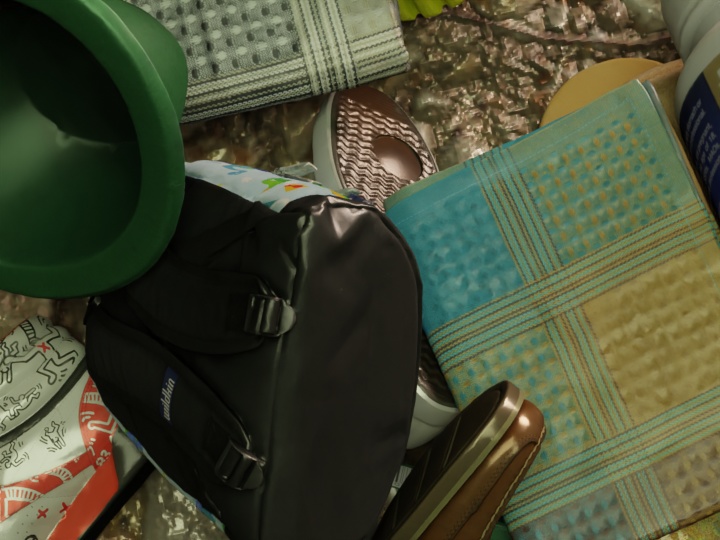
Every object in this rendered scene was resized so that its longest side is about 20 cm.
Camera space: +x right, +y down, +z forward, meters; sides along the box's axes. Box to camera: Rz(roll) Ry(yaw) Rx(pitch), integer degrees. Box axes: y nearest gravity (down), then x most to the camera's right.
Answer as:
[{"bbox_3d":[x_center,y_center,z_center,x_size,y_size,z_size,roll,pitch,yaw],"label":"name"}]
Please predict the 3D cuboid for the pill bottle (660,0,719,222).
[{"bbox_3d":[0.215,-0.065,0.816,0.119,0.120,0.201,-14,58,-5],"label":"pill bottle"}]

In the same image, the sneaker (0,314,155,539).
[{"bbox_3d":[-0.190,0.117,0.857,0.108,0.067,0.202,38,76,6],"label":"sneaker"}]

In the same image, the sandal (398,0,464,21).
[{"bbox_3d":[0.055,-0.197,0.933,0.198,0.080,0.087,-17,45,1],"label":"sandal"}]

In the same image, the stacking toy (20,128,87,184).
[{"bbox_3d":[-0.216,-0.042,0.841,0.198,0.146,0.148,-3,79,0],"label":"stacking toy"}]

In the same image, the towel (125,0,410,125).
[{"bbox_3d":[-0.083,-0.176,0.866,0.191,0.035,0.202,-12,88,-1],"label":"towel"}]

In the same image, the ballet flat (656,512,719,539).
[{"bbox_3d":[0.113,0.065,0.842,0.071,0.071,0.200,-39,58,-9],"label":"ballet flat"}]

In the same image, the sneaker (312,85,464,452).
[{"bbox_3d":[0.000,0.000,0.887,0.072,0.085,0.201,10,54,-31],"label":"sneaker"}]

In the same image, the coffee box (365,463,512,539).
[{"bbox_3d":[0.057,0.170,0.845,0.198,0.044,0.124,18,102,1],"label":"coffee box"}]

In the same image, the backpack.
[{"bbox_3d":[-0.054,0.025,0.799,0.199,0.153,0.165,16,104,43],"label":"backpack"}]

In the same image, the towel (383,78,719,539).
[{"bbox_3d":[0.107,0.027,0.809,0.146,0.022,0.201,-24,72,5],"label":"towel"}]

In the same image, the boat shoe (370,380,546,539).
[{"bbox_3d":[0.033,0.139,0.785,0.068,0.072,0.201,34,115,0],"label":"boat shoe"}]

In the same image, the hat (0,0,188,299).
[{"bbox_3d":[-0.112,-0.101,0.799,0.198,0.167,0.176,5,33,22],"label":"hat"}]

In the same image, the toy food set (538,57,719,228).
[{"bbox_3d":[0.187,-0.014,0.906,0.198,0.049,0.200,1,79,-2],"label":"toy food set"}]
